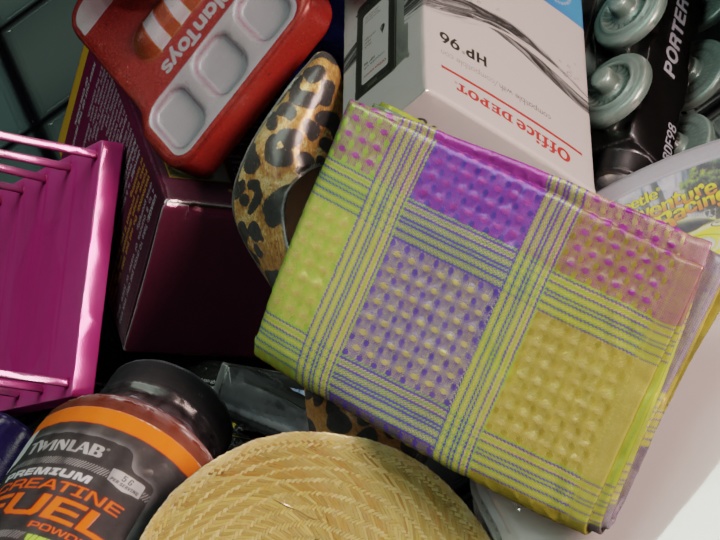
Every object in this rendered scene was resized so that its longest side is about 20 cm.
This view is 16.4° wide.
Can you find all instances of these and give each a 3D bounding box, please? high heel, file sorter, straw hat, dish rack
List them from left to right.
[{"bbox_3d":[-0.229,0.001,1.391,0.200,0.125,0.139,165,113,-65],"label":"file sorter"},{"bbox_3d":[-0.028,0.182,1.188,0.201,0.201,0.085,-53,2,-16],"label":"straw hat"},{"bbox_3d":[0.000,0.000,1.236,0.142,0.071,0.201,19,102,43],"label":"high heel"},{"bbox_3d":[0.149,0.096,1.146,0.200,0.044,0.172,-36,53,10],"label":"dish rack"}]

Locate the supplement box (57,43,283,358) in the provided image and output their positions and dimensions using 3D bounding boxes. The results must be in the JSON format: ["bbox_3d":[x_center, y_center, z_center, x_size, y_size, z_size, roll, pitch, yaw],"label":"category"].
[{"bbox_3d":[-0.081,-0.050,1.396,0.200,0.131,0.103,-114,35,-50],"label":"supplement box"}]

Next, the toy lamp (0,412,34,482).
[{"bbox_3d":[-0.247,0.168,1.396,0.058,0.058,0.200,17,65,45],"label":"toy lamp"}]

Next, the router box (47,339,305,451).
[{"bbox_3d":[-0.097,0.120,1.329,0.200,0.051,0.149,8,59,39],"label":"router box"}]

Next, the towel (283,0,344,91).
[{"bbox_3d":[0.008,-0.110,1.389,0.050,0.148,0.200,-42,37,19],"label":"towel"}]

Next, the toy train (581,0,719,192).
[{"bbox_3d":[0.136,-0.113,1.355,0.114,0.085,0.200,-19,45,41],"label":"toy train"}]

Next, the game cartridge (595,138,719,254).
[{"bbox_3d":[0.170,0.004,1.233,0.200,0.041,0.133,-23,51,18],"label":"game cartridge"}]

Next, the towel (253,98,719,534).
[{"bbox_3d":[0.057,0.020,1.149,0.200,0.023,0.144,25,96,20],"label":"towel"}]

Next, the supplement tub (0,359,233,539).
[{"bbox_3d":[-0.132,0.133,1.209,0.107,0.107,0.200,-7,36,32],"label":"supplement tub"}]

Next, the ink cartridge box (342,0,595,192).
[{"bbox_3d":[0.054,-0.087,1.258,0.068,0.116,0.200,-39,36,36],"label":"ink cartridge box"}]

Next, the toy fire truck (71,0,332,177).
[{"bbox_3d":[-0.065,-0.166,1.312,0.200,0.112,0.168,-49,53,11],"label":"toy fire truck"}]
